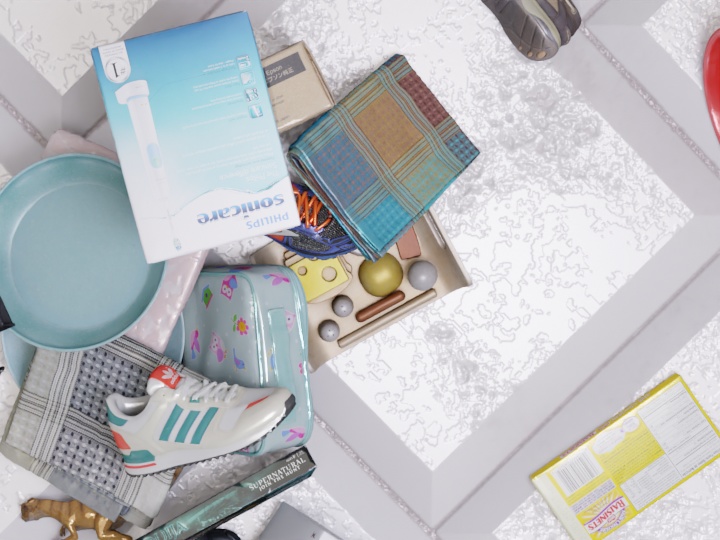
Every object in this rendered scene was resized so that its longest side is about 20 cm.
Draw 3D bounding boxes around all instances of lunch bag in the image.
[{"bbox_3d":[-0.114,0.094,1.555,0.077,0.160,0.201,-8,94,-39],"label":"lunch bag"}]

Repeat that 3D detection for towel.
[{"bbox_3d":[0.027,-0.121,1.555,0.147,0.022,0.200,50,55,-8],"label":"towel"},{"bbox_3d":[-0.260,-0.022,1.555,0.199,0.032,0.192,24,97,7],"label":"towel"},{"bbox_3d":[-0.270,0.155,1.555,0.192,0.035,0.200,26,113,6],"label":"towel"}]

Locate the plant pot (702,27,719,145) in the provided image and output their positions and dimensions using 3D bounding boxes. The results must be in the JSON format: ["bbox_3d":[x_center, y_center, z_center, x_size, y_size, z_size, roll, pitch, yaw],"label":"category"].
[{"bbox_3d":[0.478,-0.183,1.552,0.177,0.200,0.201,-21,95,-10],"label":"plant pot"}]

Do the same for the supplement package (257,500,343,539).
[{"bbox_3d":[-0.073,0.363,1.558,0.111,0.156,0.200,37,82,-17],"label":"supplement package"}]

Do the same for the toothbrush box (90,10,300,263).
[{"bbox_3d":[-0.147,-0.121,1.373,0.146,0.085,0.201,-15,96,-2],"label":"toothbrush box"}]

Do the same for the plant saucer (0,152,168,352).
[{"bbox_3d":[-0.285,-0.017,1.513,0.199,0.036,0.201,-1,82,8],"label":"plant saucer"}]

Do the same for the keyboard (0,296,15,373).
[{"bbox_3d":[-0.409,0.065,1.541,0.021,0.200,0.127,-28,96,-40],"label":"keyboard"}]

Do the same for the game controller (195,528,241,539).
[{"bbox_3d":[-0.166,0.383,1.644,0.104,0.042,0.201,-7,95,13],"label":"game controller"}]

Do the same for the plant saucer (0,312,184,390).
[{"bbox_3d":[-0.280,0.065,1.598,0.200,0.039,0.202,0,92,7],"label":"plant saucer"}]

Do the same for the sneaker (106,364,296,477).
[{"bbox_3d":[-0.162,0.133,1.464,0.199,0.070,0.094,-19,103,24],"label":"sneaker"}]

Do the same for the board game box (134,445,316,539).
[{"bbox_3d":[-0.140,0.245,1.565,0.200,0.135,0.028,-28,82,-9],"label":"board game box"}]

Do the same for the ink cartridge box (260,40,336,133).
[{"bbox_3d":[-0.115,-0.163,1.513,0.164,0.200,0.075,-26,97,0],"label":"ink cartridge box"}]

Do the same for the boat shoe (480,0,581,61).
[{"bbox_3d":[0.158,-0.315,1.585,0.073,0.074,0.200,-34,91,-25],"label":"boat shoe"}]

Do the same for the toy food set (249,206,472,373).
[{"bbox_3d":[0.000,0.000,1.601,0.200,0.060,0.144,-29,96,0],"label":"toy food set"}]

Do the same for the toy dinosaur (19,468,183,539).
[{"bbox_3d":[-0.267,0.261,1.614,0.199,0.060,0.107,-11,94,-2],"label":"toy dinosaur"}]

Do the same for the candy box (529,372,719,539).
[{"bbox_3d":[0.294,0.210,1.648,0.200,0.026,0.102,-35,98,1],"label":"candy box"}]

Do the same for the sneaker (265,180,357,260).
[{"bbox_3d":[-0.084,-0.063,1.556,0.199,0.078,0.076,11,76,13],"label":"sneaker"}]
